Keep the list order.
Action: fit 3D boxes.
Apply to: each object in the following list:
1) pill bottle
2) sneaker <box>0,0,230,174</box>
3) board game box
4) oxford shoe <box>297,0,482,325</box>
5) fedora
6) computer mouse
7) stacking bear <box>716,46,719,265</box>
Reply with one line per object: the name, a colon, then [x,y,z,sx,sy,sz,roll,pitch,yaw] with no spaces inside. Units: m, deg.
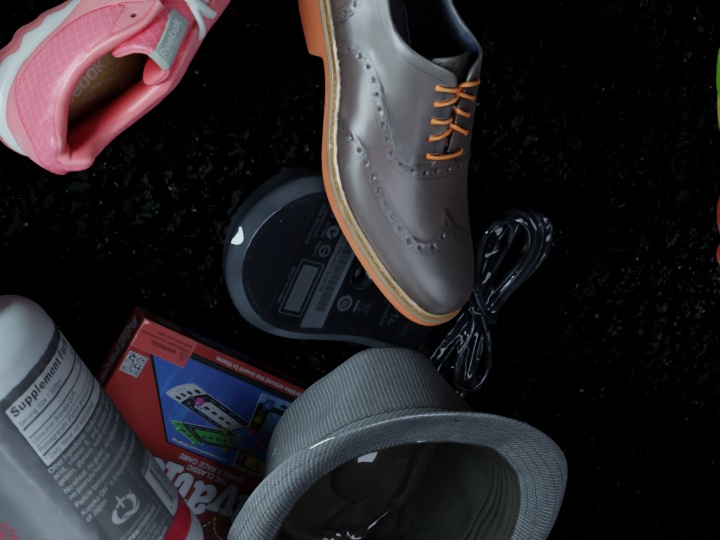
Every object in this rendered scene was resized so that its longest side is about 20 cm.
pill bottle: [-0.171,0.083,0.853,0.110,0.111,0.201,-36,110,-6]
sneaker: [-0.087,-0.121,0.823,0.074,0.087,0.201,37,94,-33]
board game box: [-0.062,0.102,0.974,0.199,0.019,0.104,26,101,-31]
oxford shoe: [0.024,-0.072,0.862,0.071,0.072,0.202,-22,100,-42]
fedora: [0.010,0.110,0.934,0.175,0.091,0.201,-3,134,-17]
computer mouse: [0.000,0.000,0.943,0.199,0.053,0.139,20,104,-41]
stacking bear: [0.245,-0.086,0.980,0.120,0.114,0.202,-14,128,-27]
